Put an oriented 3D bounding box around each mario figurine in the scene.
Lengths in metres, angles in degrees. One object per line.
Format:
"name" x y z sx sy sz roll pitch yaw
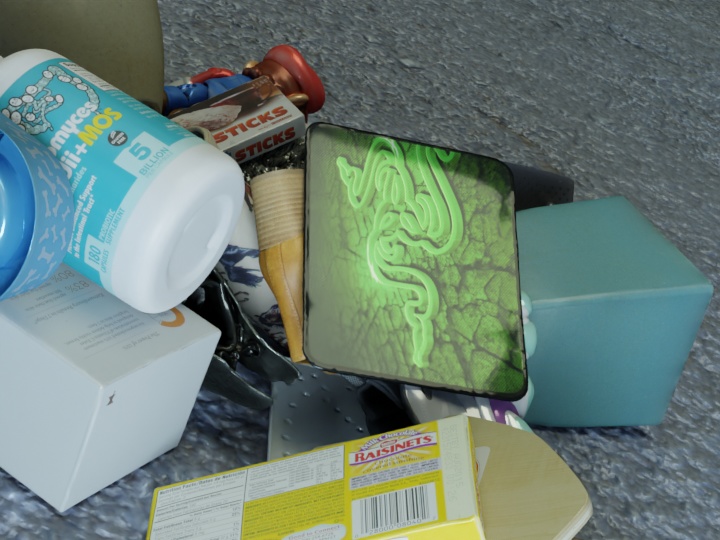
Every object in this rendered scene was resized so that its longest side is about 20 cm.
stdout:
"mario figurine" -0.115 -0.141 1.430 0.199 0.106 0.124 -20 85 -41

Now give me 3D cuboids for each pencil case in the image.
"pencil case" -0.084 -0.022 1.112 0.200 0.078 0.090 44 26 -30

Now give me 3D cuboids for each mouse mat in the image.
"mouse mat" 0.037 -0.009 1.033 0.160 0.008 0.201 10 55 -16

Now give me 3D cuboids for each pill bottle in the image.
"pill bottle" -0.180 -0.066 0.949 0.199 0.111 0.111 30 27 16

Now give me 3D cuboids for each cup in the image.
"cup" -0.243 -0.170 1.258 0.200 0.200 0.144 -13 70 -51

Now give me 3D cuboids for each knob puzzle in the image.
"knob puzzle" 0.040 0.155 0.873 0.218 0.031 0.220 -19 26 10

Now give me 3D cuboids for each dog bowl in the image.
"dog bowl" -0.247 -0.056 0.887 0.200 0.112 0.049 36 17 25

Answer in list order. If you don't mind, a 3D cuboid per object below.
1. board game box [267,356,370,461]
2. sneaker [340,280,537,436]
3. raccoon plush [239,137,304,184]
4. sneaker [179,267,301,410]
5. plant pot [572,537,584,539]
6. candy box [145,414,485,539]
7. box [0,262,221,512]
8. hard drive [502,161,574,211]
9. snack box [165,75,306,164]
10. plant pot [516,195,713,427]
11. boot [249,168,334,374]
"board game box" 0.028 0.147 1.035 0.199 0.026 0.200 18 27 -11
"sneaker" 0.048 0.067 1.032 0.139 0.078 0.201 12 49 -19
"raccoon plush" -0.100 -0.043 1.258 0.199 0.097 0.134 4 34 18
"sneaker" -0.131 0.011 1.021 0.060 0.104 0.200 -42 103 -32
"plant pot" 0.110 0.219 0.864 0.200 0.093 0.201 16 36 -12
"candy box" -0.029 0.142 0.875 0.199 0.027 0.102 -14 25 8
"box" -0.211 0.041 0.959 0.199 0.098 0.124 32 27 19
"hard drive" 0.096 -0.029 1.311 0.199 0.136 0.042 5 0 -33
"snack box" -0.148 -0.100 1.249 0.199 0.024 0.072 -26 47 -18
"plant pot" 0.146 0.039 1.216 0.199 0.142 0.141 -4 36 -27
"boot" 0.000 0.000 1.094 0.201 0.071 0.145 -6 80 -51
